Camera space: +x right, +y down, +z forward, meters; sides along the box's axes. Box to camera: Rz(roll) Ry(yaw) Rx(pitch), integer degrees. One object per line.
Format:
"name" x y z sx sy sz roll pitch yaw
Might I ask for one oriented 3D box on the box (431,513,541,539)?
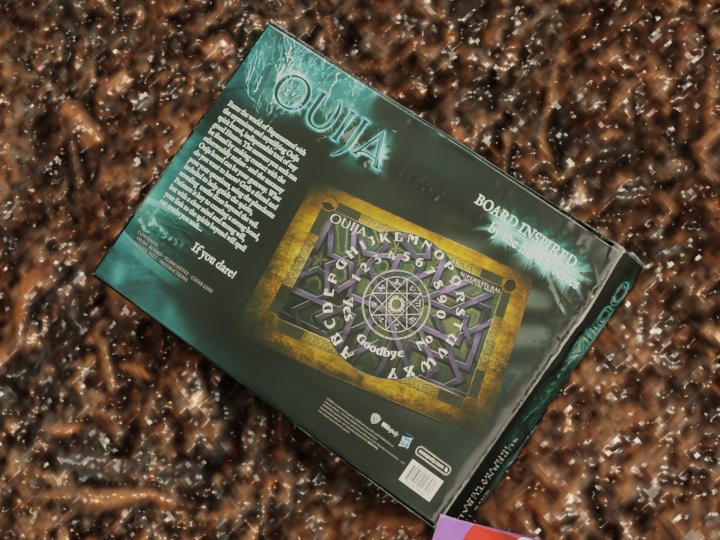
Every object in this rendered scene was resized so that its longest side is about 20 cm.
"box" 0.067 0.204 1.020 0.137 0.039 0.200 13 80 25

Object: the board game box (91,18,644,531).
"board game box" 0.000 0.000 1.119 0.200 0.028 0.135 35 89 28
